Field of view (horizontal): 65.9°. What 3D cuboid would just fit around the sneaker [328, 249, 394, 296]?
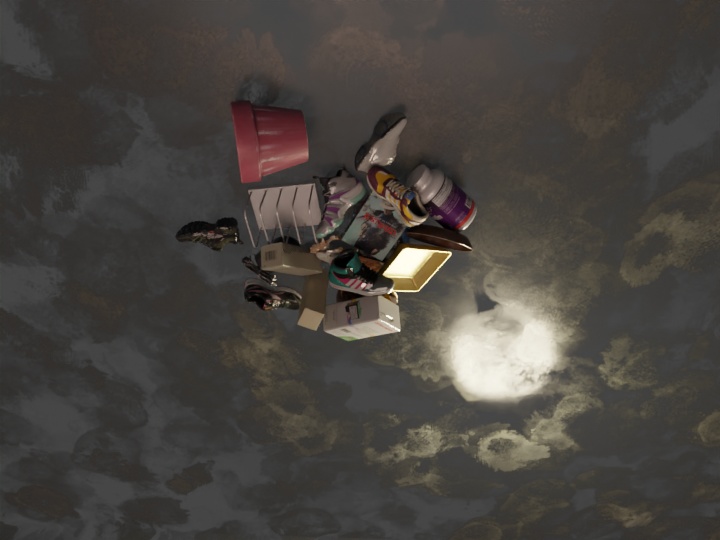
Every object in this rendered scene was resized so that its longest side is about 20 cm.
[{"bbox_3d":[0.000,0.000,1.579,0.196,0.085,0.122,7,138,10],"label":"sneaker"}]

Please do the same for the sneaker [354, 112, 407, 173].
[{"bbox_3d":[0.064,-0.333,1.467,0.086,0.075,0.200,19,135,-27],"label":"sneaker"}]

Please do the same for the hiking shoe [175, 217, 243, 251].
[{"bbox_3d":[-0.457,-0.094,1.673,0.196,0.076,0.102,-6,126,7],"label":"hiking shoe"}]

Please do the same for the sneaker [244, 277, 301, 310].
[{"bbox_3d":[-0.291,0.100,1.815,0.196,0.087,0.081,15,131,-10],"label":"sneaker"}]

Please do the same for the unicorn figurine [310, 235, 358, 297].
[{"bbox_3d":[-0.071,-0.032,1.664,0.136,0.075,0.200,-30,121,34],"label":"unicorn figurine"}]

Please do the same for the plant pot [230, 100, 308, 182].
[{"bbox_3d":[-0.229,-0.332,1.407,0.175,0.201,0.203,-9,130,-10],"label":"plant pot"}]

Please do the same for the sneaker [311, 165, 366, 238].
[{"bbox_3d":[-0.091,-0.200,1.534,0.140,0.077,0.201,43,76,-19],"label":"sneaker"}]

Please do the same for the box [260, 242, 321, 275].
[{"bbox_3d":[-0.199,-0.031,1.618,0.081,0.070,0.199,-8,171,27],"label":"box"}]

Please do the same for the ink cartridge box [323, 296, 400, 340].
[{"bbox_3d":[0.005,0.147,1.702,0.197,0.086,0.144,-14,154,28],"label":"ink cartridge box"}]

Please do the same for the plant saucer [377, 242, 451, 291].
[{"bbox_3d":[0.146,-0.015,1.677,0.197,0.049,0.201,3,139,-36],"label":"plant saucer"}]

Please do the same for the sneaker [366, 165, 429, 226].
[{"bbox_3d":[0.103,-0.205,1.462,0.200,0.075,0.090,43,160,-12],"label":"sneaker"}]

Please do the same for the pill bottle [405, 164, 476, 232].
[{"bbox_3d":[0.220,-0.199,1.529,0.199,0.113,0.112,36,123,-23],"label":"pill bottle"}]

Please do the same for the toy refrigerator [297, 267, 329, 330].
[{"bbox_3d":[-0.141,0.082,1.719,0.069,0.202,0.076,19,128,-14],"label":"toy refrigerator"}]

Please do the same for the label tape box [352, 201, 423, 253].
[{"bbox_3d":[0.084,-0.132,1.621,0.196,0.067,0.145,-5,129,9],"label":"label tape box"}]

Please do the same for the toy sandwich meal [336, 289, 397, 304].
[{"bbox_3d":[0.020,0.097,1.773,0.201,0.071,0.206,6,150,3],"label":"toy sandwich meal"}]

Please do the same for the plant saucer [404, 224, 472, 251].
[{"bbox_3d":[0.224,-0.094,1.569,0.197,0.200,0.035,15,89,-9],"label":"plant saucer"}]

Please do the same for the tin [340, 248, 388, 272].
[{"bbox_3d":[0.009,-0.005,1.747,0.196,0.042,0.113,15,124,-9],"label":"tin"}]

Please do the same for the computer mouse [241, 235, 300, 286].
[{"bbox_3d":[-0.268,-0.030,1.730,0.199,0.053,0.138,-36,119,27],"label":"computer mouse"}]

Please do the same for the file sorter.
[{"bbox_3d":[-0.219,-0.153,1.582,0.196,0.126,0.141,-4,129,7],"label":"file sorter"}]

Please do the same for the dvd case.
[{"bbox_3d":[0.052,-0.132,1.569,0.144,0.022,0.201,26,122,-16],"label":"dvd case"}]
